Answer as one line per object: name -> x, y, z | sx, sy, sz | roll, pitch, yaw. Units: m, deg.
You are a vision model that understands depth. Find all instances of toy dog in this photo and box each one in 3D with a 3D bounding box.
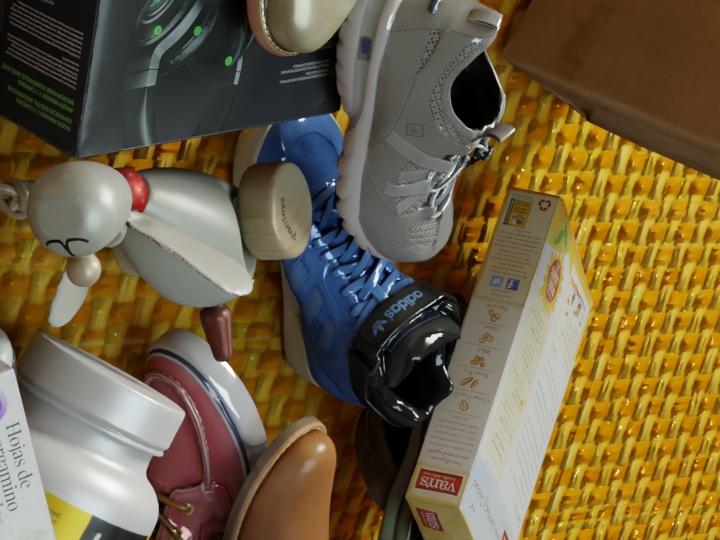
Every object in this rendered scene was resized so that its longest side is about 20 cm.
toy dog -> -0.099, -0.002, 1.307 | 0.200, 0.132, 0.097 | -4, 86, -48

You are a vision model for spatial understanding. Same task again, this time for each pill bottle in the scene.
pill bottle -> -0.170, 0.137, 1.342 | 0.112, 0.112, 0.200 | 29, 90, -52

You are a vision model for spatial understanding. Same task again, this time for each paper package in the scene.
paper package -> 0.211, -0.159, 1.528 | 0.103, 0.190, 0.200 | 30, 88, -48

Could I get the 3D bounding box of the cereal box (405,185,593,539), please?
cereal box -> 0.082, 0.072, 1.574 | 0.144, 0.039, 0.200 | 68, 38, -60

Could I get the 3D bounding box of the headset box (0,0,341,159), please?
headset box -> -0.084, -0.156, 1.275 | 0.174, 0.093, 0.200 | -15, 123, -44

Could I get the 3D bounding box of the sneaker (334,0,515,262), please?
sneaker -> 0.035, -0.065, 1.350 | 0.200, 0.082, 0.075 | 83, 27, -56

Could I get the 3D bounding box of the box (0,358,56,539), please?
box -> -0.160, 0.136, 1.259 | 0.039, 0.041, 0.200 | -20, 111, -23

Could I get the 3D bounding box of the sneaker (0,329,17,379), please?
sneaker -> -0.235, 0.026, 1.231 | 0.200, 0.076, 0.116 | -14, 124, -41

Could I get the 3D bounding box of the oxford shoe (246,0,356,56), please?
oxford shoe -> 0.014, -0.184, 1.234 | 0.071, 0.074, 0.200 | 21, 95, -54

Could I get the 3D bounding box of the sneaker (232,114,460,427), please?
sneaker -> 0.001, -0.001, 1.453 | 0.077, 0.111, 0.200 | -36, 135, -29

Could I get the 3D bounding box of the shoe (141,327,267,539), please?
shoe -> -0.101, 0.129, 1.449 | 0.091, 0.071, 0.200 | -41, 142, -33

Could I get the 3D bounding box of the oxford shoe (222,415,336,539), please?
oxford shoe -> -0.033, 0.166, 1.456 | 0.071, 0.071, 0.200 | -27, 138, -42

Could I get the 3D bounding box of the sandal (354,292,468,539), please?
sandal -> 0.021, 0.108, 1.580 | 0.080, 0.057, 0.201 | -8, 116, -73
